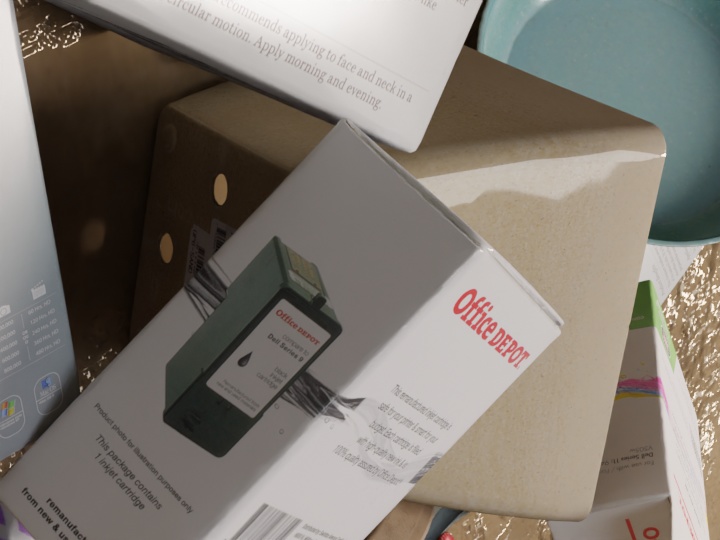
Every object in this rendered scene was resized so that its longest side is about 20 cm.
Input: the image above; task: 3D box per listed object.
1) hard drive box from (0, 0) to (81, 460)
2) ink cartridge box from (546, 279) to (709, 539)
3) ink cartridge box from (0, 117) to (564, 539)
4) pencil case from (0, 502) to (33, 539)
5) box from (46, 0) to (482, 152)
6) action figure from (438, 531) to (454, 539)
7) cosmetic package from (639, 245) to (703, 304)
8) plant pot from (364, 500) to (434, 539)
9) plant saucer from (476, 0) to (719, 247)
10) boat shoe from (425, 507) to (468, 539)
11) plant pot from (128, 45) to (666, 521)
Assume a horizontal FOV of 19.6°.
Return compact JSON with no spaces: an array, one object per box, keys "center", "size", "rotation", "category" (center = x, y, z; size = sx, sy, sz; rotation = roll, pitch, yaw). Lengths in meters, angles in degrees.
[{"center":[-0.193,-0.038,0.785],"size":[0.077,0.156,0.200],"rotation":[-30,129,-36],"category":"hard drive box"},{"center":[0.141,0.117,1.092],"size":[0.200,0.067,0.117],"rotation":[-86,158,-49],"category":"ink cartridge box"},{"center":[-0.026,0.054,0.836],"size":[0.200,0.084,0.146],"rotation":[-46,158,1],"category":"ink cartridge box"},{"center":[-0.225,0.172,0.912],"size":[0.200,0.084,0.086],"rotation":[-37,168,-28],"category":"pencil case"},{"center":[-0.077,-0.158,0.824],"size":[0.199,0.200,0.131],"rotation":[21,93,-50],"category":"box"},{"center":[0.104,0.189,1.192],"size":[0.065,0.200,0.099],"rotation":[-35,131,-34],"category":"action figure"},{"center":[0.105,0.013,1.205],"size":[0.200,0.081,0.113],"rotation":[-50,137,-18],"category":"cosmetic package"},{"center":[-0.068,0.146,1.028],"size":[0.093,0.201,0.201],"rotation":[49,65,-8],"category":"plant pot"},{"center":[0.154,-0.098,1.158],"size":[0.200,0.200,0.036],"rotation":[-41,173,-28],"category":"plant saucer"},{"center":[0.000,0.165,1.146],"size":[0.200,0.073,0.062],"rotation":[-50,144,2],"category":"boat shoe"},{"center":[0.000,0.000,1.007],"size":[0.177,0.200,0.200],"rotation":[-1,109,-33],"category":"plant pot"}]
